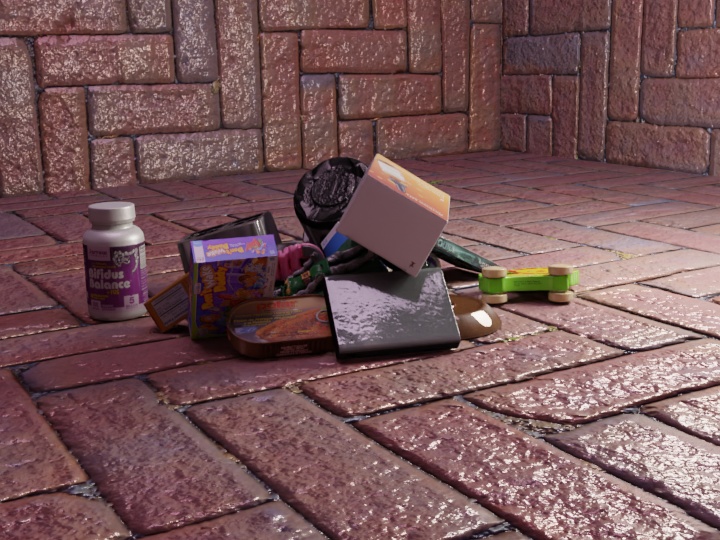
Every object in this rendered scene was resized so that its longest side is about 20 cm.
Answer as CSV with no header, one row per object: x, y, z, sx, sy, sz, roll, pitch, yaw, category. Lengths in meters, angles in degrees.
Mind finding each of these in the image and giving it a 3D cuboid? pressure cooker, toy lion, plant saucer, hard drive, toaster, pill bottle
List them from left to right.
-0.445,-0.019,1.807,0.110,0.203,0.112,-2,12,0,pill bottle
-0.252,-0.029,1.939,0.178,0.120,0.200,-16,10,7,toaster
-0.024,-0.100,1.960,0.178,0.201,0.175,-42,53,-13,pressure cooker
0.048,0.066,1.573,0.197,0.033,0.141,-4,56,-14,hard drive
0.143,0.074,1.707,0.197,0.037,0.201,-1,12,0,plant saucer
0.320,0.017,1.900,0.196,0.070,0.192,-2,6,0,toy lion

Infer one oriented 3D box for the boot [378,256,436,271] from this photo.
0.055,-0.028,1.739,0.162,0.074,0.198,41,11,2,boot

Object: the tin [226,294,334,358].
-0.115,0.088,1.588,0.197,0.042,0.113,-4,41,-13,tin

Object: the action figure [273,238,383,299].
-0.065,0.006,1.663,0.198,0.055,0.119,-29,38,8,action figure

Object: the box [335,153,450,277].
0.058,-0.095,1.637,0.151,0.107,0.200,30,16,-4,box

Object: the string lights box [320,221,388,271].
0.000,0.000,1.779,0.102,0.059,0.201,34,16,-26,string lights box

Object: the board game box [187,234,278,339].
-0.209,0.029,1.613,0.132,0.201,0.045,-6,52,-15,board game box

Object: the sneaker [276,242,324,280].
-0.158,-0.017,1.750,0.196,0.080,0.096,-2,17,3,sneaker

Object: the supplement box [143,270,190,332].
-0.270,0.026,1.697,0.198,0.069,0.067,-30,4,19,supplement box

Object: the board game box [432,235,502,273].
0.178,-0.039,2.025,0.198,0.029,0.135,23,-4,-37,board game box

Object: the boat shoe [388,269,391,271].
-0.014,0.033,1.894,0.198,0.058,0.067,-19,47,-42,boat shoe

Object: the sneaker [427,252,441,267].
0.063,-0.013,2.012,0.197,0.082,0.083,6,20,28,sneaker

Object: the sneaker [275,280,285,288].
-0.088,0.065,1.740,0.198,0.076,0.086,15,4,42,sneaker
